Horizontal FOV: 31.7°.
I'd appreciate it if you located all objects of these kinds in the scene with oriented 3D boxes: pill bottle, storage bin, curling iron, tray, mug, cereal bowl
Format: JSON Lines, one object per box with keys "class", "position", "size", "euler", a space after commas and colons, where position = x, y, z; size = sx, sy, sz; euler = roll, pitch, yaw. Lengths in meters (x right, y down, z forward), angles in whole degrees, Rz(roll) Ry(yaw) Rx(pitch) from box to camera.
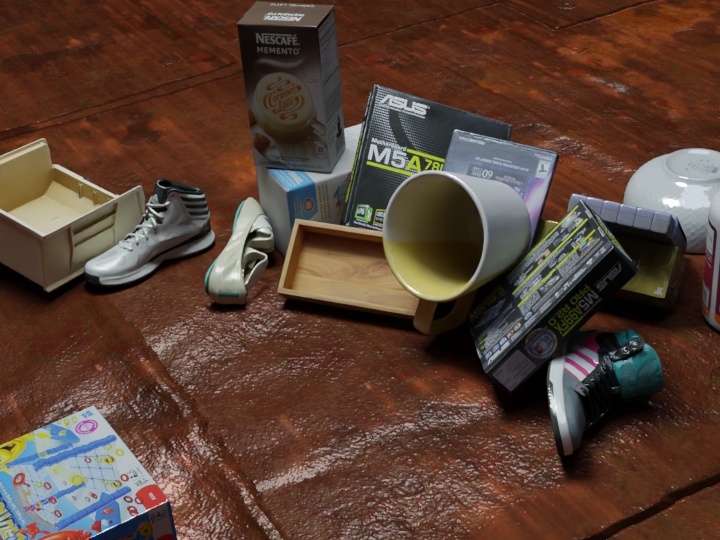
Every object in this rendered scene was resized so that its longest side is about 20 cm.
{"class": "pill bottle", "position": [0.462, -0.030, 1.484], "size": [0.111, 0.203, 0.114], "euler": [-3, 31, 2]}
{"class": "storage bin", "position": [-0.432, -0.084, 1.760], "size": [0.198, 0.095, 0.198], "euler": [25, 37, 27]}
{"class": "curling iron", "position": [-0.442, -0.081, 1.867], "size": [0.049, 0.026, 0.201], "euler": [8, 33, 9]}
{"class": "tray", "position": [0.000, 0.000, 1.610], "size": [0.197, 0.037, 0.100], "euler": [9, 77, 21]}
{"class": "mug", "position": [0.117, -0.036, 1.520], "size": [0.152, 0.187, 0.150], "euler": [-11, 62, -52]}
{"class": "cereal bowl", "position": [0.457, -0.109, 1.729], "size": [0.197, 0.084, 0.201], "euler": [-4, 30, 2]}

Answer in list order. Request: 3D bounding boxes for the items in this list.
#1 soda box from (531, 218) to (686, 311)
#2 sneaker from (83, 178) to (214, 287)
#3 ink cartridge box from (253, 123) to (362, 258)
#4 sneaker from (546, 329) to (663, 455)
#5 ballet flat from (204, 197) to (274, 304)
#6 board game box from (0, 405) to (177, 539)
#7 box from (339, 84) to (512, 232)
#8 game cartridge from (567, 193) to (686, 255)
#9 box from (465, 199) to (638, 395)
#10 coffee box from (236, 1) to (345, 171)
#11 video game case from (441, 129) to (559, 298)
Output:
{"class": "soda box", "position": [0.299, -0.009, 1.582], "size": [0.197, 0.064, 0.069], "euler": [14, 79, 27]}
{"class": "sneaker", "position": [-0.294, -0.061, 1.725], "size": [0.199, 0.117, 0.075], "euler": [-26, 37, -30]}
{"class": "ink cartridge box", "position": [-0.028, -0.107, 1.748], "size": [0.197, 0.130, 0.125], "euler": [-18, 33, -19]}
{"class": "sneaker", "position": [0.268, 0.127, 1.378], "size": [0.119, 0.085, 0.201], "euler": [-6, 29, 16]}
{"class": "ballet flat", "position": [-0.148, -0.026, 1.698], "size": [0.068, 0.070, 0.201], "euler": [4, 41, 14]}
{"class": "board game box", "position": [-0.317, 0.243, 1.291], "size": [0.194, 0.057, 0.199], "euler": [-22, 35, -27]}
{"class": "box", "position": [0.087, -0.123, 1.668], "size": [0.197, 0.196, 0.047], "euler": [16, -10, -9]}
{"class": "game cartridge", "position": [0.338, -0.053, 1.583], "size": [0.128, 0.039, 0.200], "euler": [9, -6, 20]}
{"class": "box", "position": [0.212, 0.028, 1.440], "size": [0.200, 0.044, 0.161], "euler": [-46, 17, 13]}
{"class": "coffee box", "position": [-0.088, -0.239, 1.656], "size": [0.113, 0.203, 0.080], "euler": [5, 32, 17]}
{"class": "video game case", "position": [0.157, -0.069, 1.609], "size": [0.141, 0.019, 0.203], "euler": [15, 79, 19]}
